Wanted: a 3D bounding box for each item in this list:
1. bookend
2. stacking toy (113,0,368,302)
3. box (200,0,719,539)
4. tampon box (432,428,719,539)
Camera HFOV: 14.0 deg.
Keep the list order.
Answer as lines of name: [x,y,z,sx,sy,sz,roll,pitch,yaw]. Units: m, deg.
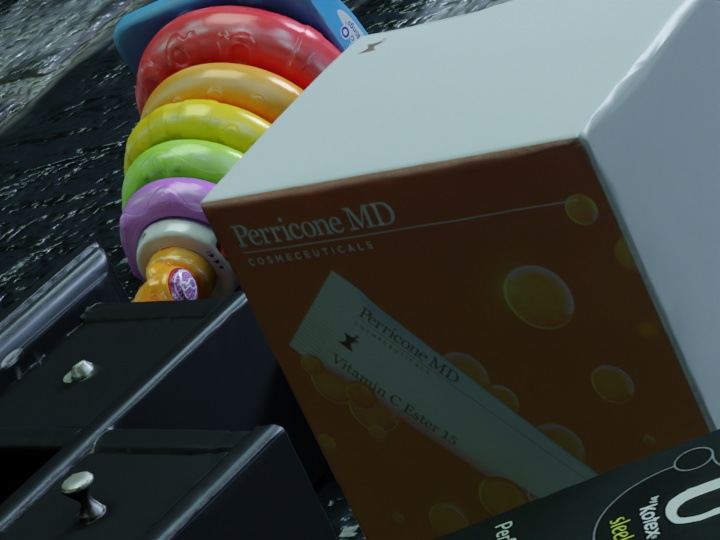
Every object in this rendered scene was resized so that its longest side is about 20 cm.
bookend: [-0.072,0.077,0.997,0.200,0.092,0.199,-2,32,44]
stacking toy: [-0.064,-0.025,1.236,0.110,0.116,0.200,-15,35,32]
box: [0.066,0.033,0.801,0.124,0.200,0.097,-9,27,37]
tampon box: [0.039,0.148,0.669,0.200,0.126,0.150,-22,22,7]
